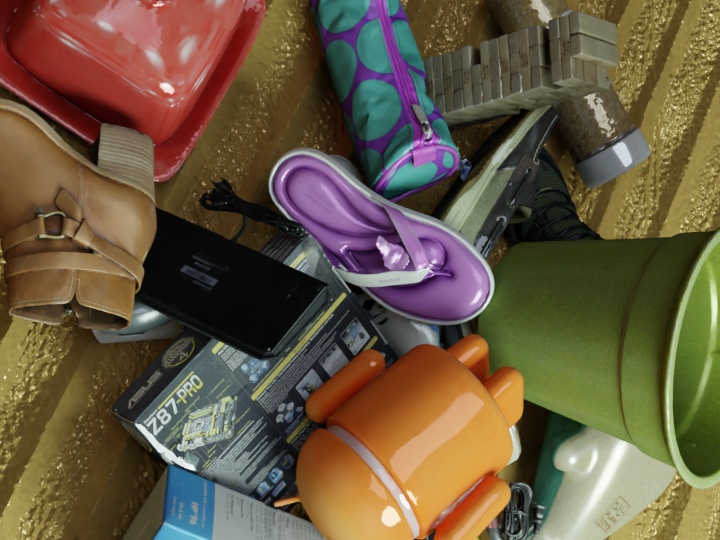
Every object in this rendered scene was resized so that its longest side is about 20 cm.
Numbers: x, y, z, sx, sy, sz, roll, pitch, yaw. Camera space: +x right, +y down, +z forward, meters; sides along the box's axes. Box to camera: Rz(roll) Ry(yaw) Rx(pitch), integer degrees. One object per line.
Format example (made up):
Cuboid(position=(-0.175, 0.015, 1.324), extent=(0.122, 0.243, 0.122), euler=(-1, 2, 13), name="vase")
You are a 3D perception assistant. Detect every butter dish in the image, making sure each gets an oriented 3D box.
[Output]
Cuboid(position=(-0.170, -0.206, 1.100), extent=(0.199, 0.148, 0.201), euler=(33, 68, -16), name="butter dish")

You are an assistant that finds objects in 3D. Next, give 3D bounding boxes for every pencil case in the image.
Cuboid(position=(0.020, -0.159, 1.181), extent=(0.084, 0.093, 0.202), euler=(-7, 66, -27), name="pencil case")

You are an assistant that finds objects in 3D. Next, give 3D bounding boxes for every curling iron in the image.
Cuboid(position=(0.100, 0.127, 1.149), extent=(0.049, 0.026, 0.202), euler=(-14, 75, -19), name="curling iron")

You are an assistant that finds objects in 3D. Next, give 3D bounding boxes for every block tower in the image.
Cuboid(position=(0.116, -0.161, 1.188), extent=(0.057, 0.199, 0.055), euler=(8, 76, -45), name="block tower")

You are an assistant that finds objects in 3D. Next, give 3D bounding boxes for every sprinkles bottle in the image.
Cuboid(position=(0.189, -0.177, 1.299), extent=(0.068, 0.068, 0.201), euler=(-31, 93, -26), name="sprinkles bottle")

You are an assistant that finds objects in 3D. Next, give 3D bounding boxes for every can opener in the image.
Cuboid(position=(-0.115, 0.032, 1.119), extent=(0.198, 0.067, 0.054), euler=(-3, 112, -21), name="can opener")

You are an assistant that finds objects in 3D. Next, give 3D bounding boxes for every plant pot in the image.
Cuboid(position=(0.199, 0.049, 1.115), extent=(0.199, 0.188, 0.203), euler=(-18, 113, -51), name="plant pot")

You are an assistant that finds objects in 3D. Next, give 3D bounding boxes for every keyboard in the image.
Cuboid(position=(-0.104, -0.008, 1.074), extent=(0.127, 0.199, 0.021), euler=(-50, 145, -24), name="keyboard")

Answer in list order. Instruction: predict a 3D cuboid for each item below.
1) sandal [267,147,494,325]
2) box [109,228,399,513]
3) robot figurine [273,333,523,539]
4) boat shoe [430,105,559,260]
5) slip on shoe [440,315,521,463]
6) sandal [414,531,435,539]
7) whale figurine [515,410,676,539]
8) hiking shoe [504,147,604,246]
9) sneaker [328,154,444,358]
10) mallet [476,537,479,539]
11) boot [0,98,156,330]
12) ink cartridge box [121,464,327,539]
Cuboid(position=(0.009, -0.020, 1.111), extent=(0.201, 0.050, 0.083), euler=(31, 104, 6), name="sandal")
Cuboid(position=(-0.072, 0.094, 1.106), extent=(0.200, 0.049, 0.162), euler=(-48, 124, -18), name="box")
Cuboid(position=(0.033, 0.135, 1.065), extent=(0.199, 0.116, 0.144), euler=(-38, 100, -18), name="robot figurine")
Cuboid(position=(0.116, -0.064, 1.203), extent=(0.066, 0.072, 0.201), euler=(43, 60, -8), name="boat shoe")
Cuboid(position=(0.101, 0.065, 1.213), extent=(0.060, 0.076, 0.202), euler=(-21, 82, -18), name="slip on shoe")
Cuboid(position=(0.066, 0.203, 1.185), extent=(0.075, 0.043, 0.202), euler=(-15, 86, -26), name="sandal")
Cuboid(position=(0.188, 0.174, 1.224), extent=(0.201, 0.104, 0.159), euler=(-52, 139, -3), name="whale figurine")
Cuboid(position=(0.184, -0.024, 1.250), extent=(0.075, 0.100, 0.202), euler=(-18, 88, -27), name="hiking shoe")
Cuboid(position=(0.000, 0.000, 1.176), extent=(0.072, 0.072, 0.201), euler=(-27, 86, -40), name="sneaker")
Cuboid(position=(0.087, 0.204, 1.142), extent=(0.041, 0.066, 0.201), euler=(-39, 108, -36), name="mallet")
Cuboid(position=(-0.250, -0.037, 1.051), extent=(0.198, 0.077, 0.157), euler=(10, 65, -16), name="boot")
Cuboid(position=(-0.082, 0.241, 1.067), extent=(0.198, 0.117, 0.068), euler=(25, 27, -18), name="ink cartridge box")
